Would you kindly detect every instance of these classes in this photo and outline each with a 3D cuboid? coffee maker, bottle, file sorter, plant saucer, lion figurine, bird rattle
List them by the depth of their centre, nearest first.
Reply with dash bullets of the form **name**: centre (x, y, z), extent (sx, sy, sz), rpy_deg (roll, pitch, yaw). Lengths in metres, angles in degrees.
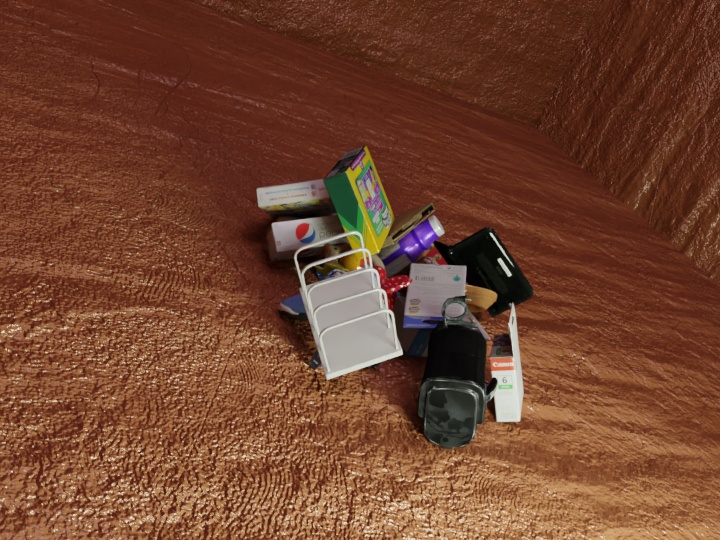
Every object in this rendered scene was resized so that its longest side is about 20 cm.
- **file sorter**: centre (-0.026, 0.050, 1.389), extent (0.136, 0.126, 0.202), rpy_deg (-17, 48, -6)
- **coffee maker**: centre (0.160, 0.181, 1.453), extent (0.201, 0.132, 0.195), rpy_deg (-68, 139, -66)
- **bird rattle**: centre (0.000, 0.000, 1.642), extent (0.195, 0.114, 0.165), rpy_deg (-3, 41, -15)
- **plant saucer**: centre (0.201, 0.061, 1.792), extent (0.195, 0.038, 0.200), rpy_deg (6, -9, 1)
- **bottle**: centre (0.093, -0.048, 1.804), extent (0.066, 0.198, 0.084), rpy_deg (49, 15, -25)
- **lion figurine**: centre (0.108, -0.009, 1.873), extent (0.123, 0.197, 0.073), rpy_deg (-54, 125, -36)

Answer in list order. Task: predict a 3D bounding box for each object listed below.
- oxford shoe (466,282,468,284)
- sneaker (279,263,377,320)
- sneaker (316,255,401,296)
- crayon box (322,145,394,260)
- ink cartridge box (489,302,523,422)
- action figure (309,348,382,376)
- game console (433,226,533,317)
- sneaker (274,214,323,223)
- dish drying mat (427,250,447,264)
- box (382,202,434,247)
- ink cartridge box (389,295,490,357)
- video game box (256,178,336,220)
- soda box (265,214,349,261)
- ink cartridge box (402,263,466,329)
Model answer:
- **oxford shoe**: centre (0.199, 0.030, 1.874), extent (0.075, 0.058, 0.200), rpy_deg (35, 1, -7)
- **sneaker**: centre (-0.059, 0.040, 1.541), extent (0.196, 0.079, 0.076), rpy_deg (-14, 19, -3)
- **sneaker**: centre (0.004, 0.018, 1.740), extent (0.197, 0.071, 0.078), rpy_deg (28, 31, 2)
- **crayon box**: centre (0.001, -0.141, 1.661), extent (0.201, 0.057, 0.175), rpy_deg (-61, 132, -65)
- **ink cartridge box**: centre (0.280, 0.176, 1.577), extent (0.049, 0.204, 0.109), rpy_deg (-5, 18, 16)
- **action figure**: centre (-0.018, 0.133, 1.504), extent (0.128, 0.071, 0.200), rpy_deg (26, 20, 14)
- **game console**: centre (0.283, -0.007, 1.888), extent (0.201, 0.174, 0.117), rpy_deg (52, 27, -17)
- **sneaker**: centre (-0.100, -0.068, 1.811), extent (0.196, 0.076, 0.089), rpy_deg (-2, 44, -33)
- **dish drying mat**: centre (0.179, -0.020, 2.061), extent (0.076, 0.018, 0.198), rpy_deg (39, 28, 25)
- **box**: centre (0.053, -0.083, 1.805), extent (0.163, 0.198, 0.022), rpy_deg (-40, 103, -39)
- **ink cartridge box**: centre (0.162, 0.124, 1.700), extent (0.197, 0.069, 0.117), rpy_deg (10, 30, -33)
- **video game box**: centre (-0.116, -0.151, 1.771), extent (0.178, 0.048, 0.200), rpy_deg (-9, -7, 6)
- **soda box**: centre (-0.095, -0.071, 1.708), extent (0.196, 0.068, 0.065), rpy_deg (-9, 77, -21)
- **ink cartridge box**: centre (0.149, 0.061, 1.626), extent (0.116, 0.043, 0.202), rpy_deg (2, 36, 8)
